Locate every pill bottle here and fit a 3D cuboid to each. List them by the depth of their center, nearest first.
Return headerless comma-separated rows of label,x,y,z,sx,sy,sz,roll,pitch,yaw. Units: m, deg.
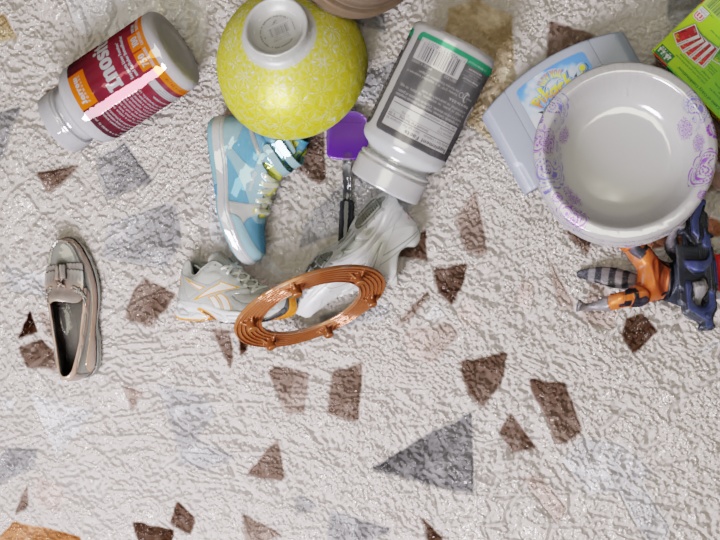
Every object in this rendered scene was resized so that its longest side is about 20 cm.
pill bottle,0.073,-0.193,1.215,0.112,0.113,0.201,29,101,9
pill bottle,-0.322,-0.243,1.301,0.199,0.113,0.114,-30,88,14

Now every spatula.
spatula,-0.018,-0.107,1.288,0.056,0.021,0.202,1,101,4

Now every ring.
ring,-0.060,0.052,1.228,0.199,0.200,0.019,-29,66,13

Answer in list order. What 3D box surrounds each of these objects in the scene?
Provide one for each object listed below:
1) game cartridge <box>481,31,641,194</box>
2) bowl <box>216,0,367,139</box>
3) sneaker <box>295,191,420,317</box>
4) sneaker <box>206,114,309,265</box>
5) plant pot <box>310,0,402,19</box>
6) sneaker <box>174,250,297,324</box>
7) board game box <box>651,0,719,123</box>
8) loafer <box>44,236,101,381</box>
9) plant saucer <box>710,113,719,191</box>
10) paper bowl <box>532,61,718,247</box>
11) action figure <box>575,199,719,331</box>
game cartridge,0.257,-0.200,1.213,0.199,0.040,0.134,-31,84,14
bowl,-0.093,-0.275,1.217,0.198,0.108,0.202,-2,74,7
sneaker,0.000,0.000,1.264,0.099,0.078,0.200,41,104,-20
sneaker,-0.122,-0.114,1.285,0.129,0.079,0.202,-10,93,15
plant pot,0.007,-0.407,1.166,0.199,0.092,0.203,-2,94,-30
sneaker,-0.168,0.021,1.286,0.198,0.075,0.093,1,93,33
board game box,0.439,-0.213,1.119,0.102,0.048,0.201,-44,71,18
loafer,-0.403,0.054,1.372,0.071,0.063,0.202,-6,94,14
plant saucer,0.480,-0.176,1.142,0.198,0.032,0.203,-1,87,25
paper bowl,0.299,-0.127,1.129,0.198,0.104,0.203,-2,83,13
action figure,0.367,-0.016,1.193,0.191,0.105,0.202,10,68,6
